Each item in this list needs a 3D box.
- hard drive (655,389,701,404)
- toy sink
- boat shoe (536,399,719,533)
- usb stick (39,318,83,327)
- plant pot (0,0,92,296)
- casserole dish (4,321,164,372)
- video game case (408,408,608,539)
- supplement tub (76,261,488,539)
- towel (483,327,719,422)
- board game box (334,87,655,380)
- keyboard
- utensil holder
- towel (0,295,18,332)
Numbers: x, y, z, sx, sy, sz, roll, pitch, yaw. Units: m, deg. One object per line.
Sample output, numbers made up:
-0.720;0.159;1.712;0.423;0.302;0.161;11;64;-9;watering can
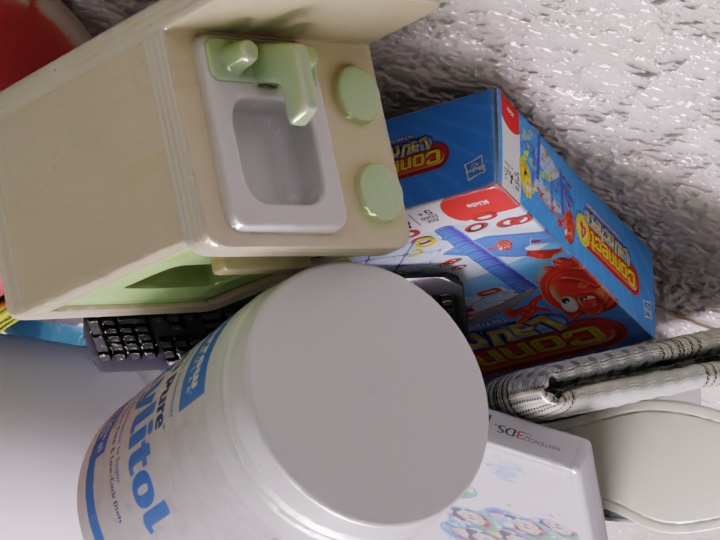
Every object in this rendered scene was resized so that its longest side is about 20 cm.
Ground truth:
0.092;0.077;1.447;0.199;0.026;0.132;4;-170;26;hard drive
-0.061;-0.051;1.083;0.200;0.113;0.130;-22;166;41;toy sink
0.146;0.106;1.321;0.199;0.073;0.062;-6;-177;26;boat shoe
-0.133;0.020;1.350;0.199;0.033;0.055;9;162;-13;usb stick
-0.227;-0.057;1.198;0.177;0.201;0.200;-17;145;36;plant pot
-0.178;0.016;1.478;0.121;0.039;0.200;2;153;28;casserole dish
0.043;0.115;1.271;0.181;0.024;0.200;17;154;19;video game case
-0.042;0.090;1.137;0.131;0.133;0.200;22;148;-20;supplement tub
0.131;0.062;1.279;0.199;0.035;0.192;-11;175;-29;towel
0.026;-0.003;1.251;0.199;0.056;0.196;-15;149;26;board game box
-0.042;0.040;1.250;0.199;0.021;0.127;-3;152;6;keyboard
-0.228;0.118;1.407;0.169;0.171;0.199;-6;168;44;utensil holder
-0.177;0.013;1.240;0.200;0.086;0.018;-31;104;35;towel
